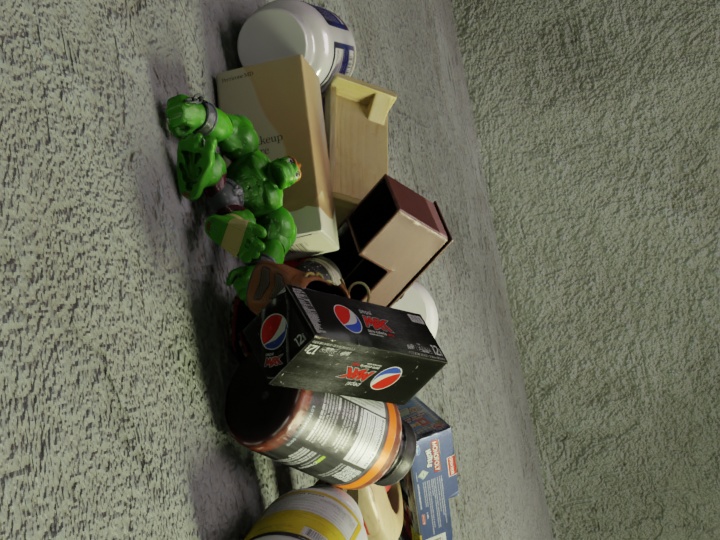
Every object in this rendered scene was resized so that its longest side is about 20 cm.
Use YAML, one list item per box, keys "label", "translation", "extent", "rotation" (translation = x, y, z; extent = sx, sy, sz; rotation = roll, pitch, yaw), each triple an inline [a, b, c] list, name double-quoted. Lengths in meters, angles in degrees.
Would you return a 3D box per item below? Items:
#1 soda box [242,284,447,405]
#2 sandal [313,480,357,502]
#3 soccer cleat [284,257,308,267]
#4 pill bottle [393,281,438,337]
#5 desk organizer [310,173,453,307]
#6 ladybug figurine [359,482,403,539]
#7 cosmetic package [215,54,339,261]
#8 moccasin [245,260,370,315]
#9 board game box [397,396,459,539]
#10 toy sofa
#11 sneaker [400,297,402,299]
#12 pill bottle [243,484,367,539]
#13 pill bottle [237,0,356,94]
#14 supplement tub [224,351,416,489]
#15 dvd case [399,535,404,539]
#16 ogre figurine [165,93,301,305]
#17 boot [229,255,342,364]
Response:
- label: "soda box"
  translation: [-0.011, 0.071, 1.431]
  extent: [0.199, 0.071, 0.064]
  rotation: [15, 38, -49]
- label: "sandal"
  translation: [-0.040, 0.273, 1.616]
  extent: [0.082, 0.054, 0.203]
  rotation: [2, 91, -73]
- label: "soccer cleat"
  translation: [-0.053, 0.007, 1.766]
  extent: [0.199, 0.085, 0.069]
  rotation: [38, 71, -34]
- label: "pill bottle"
  translation: [0.041, 0.066, 1.948]
  extent: [0.200, 0.110, 0.113]
  rotation: [85, -5, -82]
- label: "desk organizer"
  translation: [0.000, 0.000, 1.665]
  extent: [0.077, 0.200, 0.072]
  rotation: [28, 26, -32]
- label: "ladybug figurine"
  translation: [-0.004, 0.225, 1.782]
  extent: [0.136, 0.071, 0.202]
  rotation: [-75, 152, -65]
- label: "cosmetic package"
  translation: [-0.088, -0.115, 1.643]
  extent: [0.071, 0.104, 0.203]
  rotation: [48, 31, -68]
- label: "moccasin"
  translation: [-0.037, 0.037, 1.492]
  extent: [0.201, 0.077, 0.075]
  rotation: [48, 57, -62]
- label: "board game box"
  translation: [0.052, 0.224, 1.907]
  extent: [0.200, 0.061, 0.202]
  rotation: [-129, -155, -52]
- label: "toy sofa"
  translation: [-0.013, -0.114, 1.756]
  extent: [0.098, 0.082, 0.202]
  rotation: [126, -27, -46]
- label: "sneaker"
  translation: [-0.020, -0.051, 1.819]
  extent: [0.200, 0.075, 0.088]
  rotation: [42, 42, -21]
- label: "pill bottle"
  translation: [-0.053, 0.268, 1.439]
  extent: [0.200, 0.111, 0.114]
  rotation: [-43, 121, -75]
- label: "pill bottle"
  translation: [-0.077, -0.254, 1.795]
  extent: [0.200, 0.110, 0.113]
  rotation: [-22, 100, -77]
- label: "supplement tub"
  translation: [-0.032, 0.149, 1.514]
  extent: [0.199, 0.106, 0.108]
  rotation: [30, 45, -43]
- label: "dvd case"
  translation: [0.061, 0.295, 2.121]
  extent: [0.151, 0.024, 0.201]
  rotation: [-86, 159, -49]
- label: "ogre figurine"
  translation: [-0.119, -0.079, 1.509]
  extent: [0.201, 0.098, 0.120]
  rotation: [50, 28, 3]
- label: "boot"
  translation: [-0.079, 0.095, 1.592]
  extent: [0.153, 0.073, 0.207]
  rotation: [-17, 113, -62]
